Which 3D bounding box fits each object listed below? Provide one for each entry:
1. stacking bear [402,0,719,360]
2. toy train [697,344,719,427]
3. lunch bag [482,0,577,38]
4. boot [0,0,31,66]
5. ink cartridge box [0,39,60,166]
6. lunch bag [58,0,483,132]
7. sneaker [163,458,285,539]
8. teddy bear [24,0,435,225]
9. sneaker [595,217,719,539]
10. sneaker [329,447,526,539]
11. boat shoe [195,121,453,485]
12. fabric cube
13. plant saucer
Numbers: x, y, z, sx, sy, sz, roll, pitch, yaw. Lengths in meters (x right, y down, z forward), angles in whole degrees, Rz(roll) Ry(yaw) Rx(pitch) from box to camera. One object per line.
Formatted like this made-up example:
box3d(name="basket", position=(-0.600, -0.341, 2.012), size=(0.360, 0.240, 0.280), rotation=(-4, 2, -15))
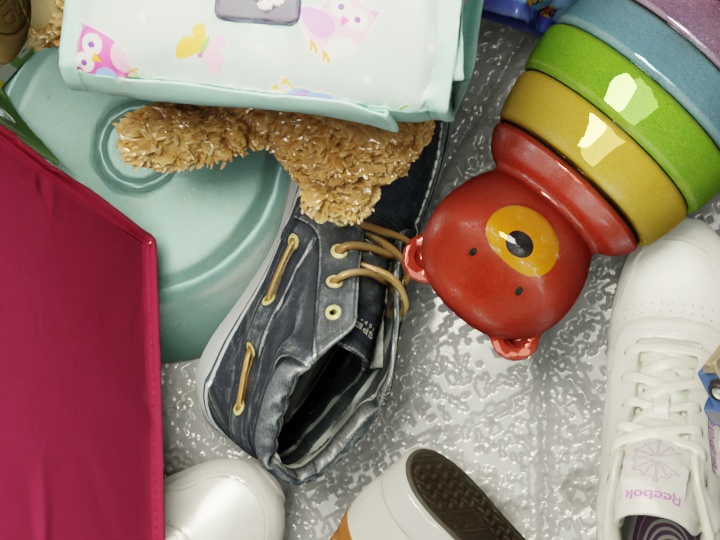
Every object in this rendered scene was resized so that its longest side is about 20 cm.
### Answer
box3d(name="stacking bear", position=(0.107, -0.055, 1.187), size=(0.121, 0.114, 0.200), rotation=(43, 85, -5))
box3d(name="toy train", position=(0.198, 0.104, 1.178), size=(0.034, 0.046, 0.201), rotation=(-45, 118, -34))
box3d(name="lunch bag", position=(0.022, -0.209, 1.241), size=(0.199, 0.094, 0.151), rotation=(20, 93, 20))
box3d(name="boot", position=(-0.223, -0.135, 1.108), size=(0.154, 0.072, 0.200), rotation=(-19, 46, 1))
box3d(name="ink cartridge box", position=(-0.195, -0.148, 1.225), size=(0.059, 0.104, 0.200), rotation=(-42, 68, 4))
box3d(name="lunch bag", position=(-0.027, -0.151, 1.095), size=(0.169, 0.122, 0.201), rotation=(6, 59, 8))
box3d(name="sneaker", position=(-0.112, 0.166, 1.222), size=(0.200, 0.099, 0.078), rotation=(-45, 87, 4))
box3d(name="teddy bear", position=(-0.055, -0.101, 1.181), size=(0.199, 0.067, 0.146), rotation=(15, 70, 5))
box3d(name="sneaker", position=(0.144, 0.074, 1.194), size=(0.074, 0.100, 0.201), rotation=(1, 84, 11))
box3d(name="sneaker", position=(0.065, 0.178, 1.225), size=(0.200, 0.073, 0.085), rotation=(50, 119, 5))
box3d(name="boat shoe", position=(0.000, 0.000, 1.213), size=(0.071, 0.091, 0.201), rotation=(23, 97, -29))
box3d(name="fabric cube", position=(-0.217, 0.059, 1.147), size=(0.199, 0.200, 0.197), rotation=(-13, 63, 22))
box3d(name="plant saucer", position=(-0.102, -0.057, 1.266), size=(0.199, 0.036, 0.201), rotation=(0, 87, 8))
